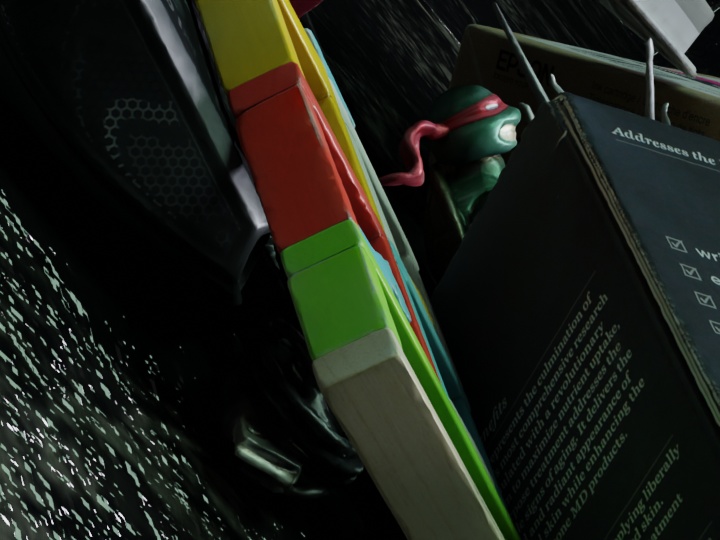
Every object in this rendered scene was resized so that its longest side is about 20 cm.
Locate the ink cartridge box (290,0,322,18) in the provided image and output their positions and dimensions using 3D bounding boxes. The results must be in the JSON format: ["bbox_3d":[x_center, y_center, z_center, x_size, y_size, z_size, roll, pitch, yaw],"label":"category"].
[{"bbox_3d":[-0.067,-0.216,1.042,0.200,0.083,0.145,50,12,-27],"label":"ink cartridge box"}]

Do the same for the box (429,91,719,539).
[{"bbox_3d":[0.134,0.073,0.723,0.199,0.124,0.197,16,32,-25],"label":"box"}]

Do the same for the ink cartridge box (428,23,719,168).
[{"bbox_3d":[0.155,-0.043,1.140,0.164,0.075,0.200,7,11,-38],"label":"ink cartridge box"}]

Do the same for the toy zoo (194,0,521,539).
[{"bbox_3d":[0.000,0.000,0.670,0.200,0.020,0.131,-110,174,-47],"label":"toy zoo"}]

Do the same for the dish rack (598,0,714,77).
[{"bbox_3d":[0.067,-0.158,1.011,0.172,0.044,0.200,45,7,18],"label":"dish rack"}]

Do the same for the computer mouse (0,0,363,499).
[{"bbox_3d":[-0.061,-0.041,0.644,0.139,0.053,0.200,-98,163,-72],"label":"computer mouse"}]

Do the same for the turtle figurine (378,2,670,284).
[{"bbox_3d":[0.076,-0.005,0.983,0.201,0.100,0.150,69,24,-7],"label":"turtle figurine"}]
